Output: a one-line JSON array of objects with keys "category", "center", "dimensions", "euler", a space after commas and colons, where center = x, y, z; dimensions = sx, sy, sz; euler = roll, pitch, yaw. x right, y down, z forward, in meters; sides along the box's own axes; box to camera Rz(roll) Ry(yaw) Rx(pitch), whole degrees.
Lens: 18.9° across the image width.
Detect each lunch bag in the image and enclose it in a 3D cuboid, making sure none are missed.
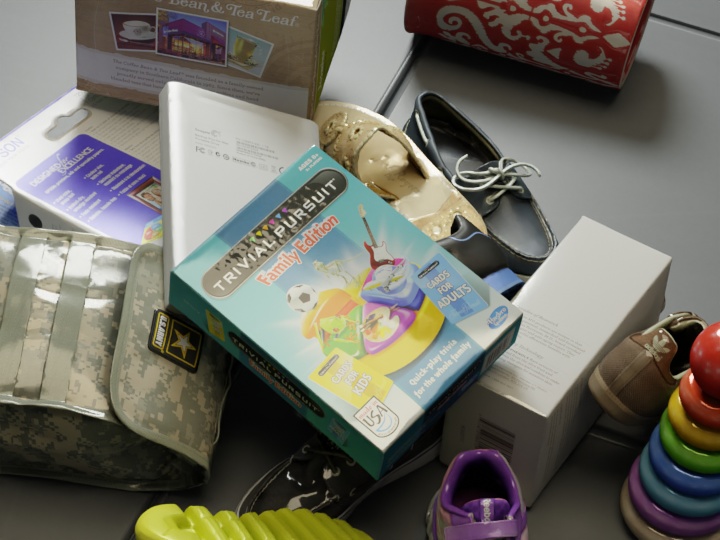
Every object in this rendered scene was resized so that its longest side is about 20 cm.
[{"category": "lunch bag", "center": [-0.189, 0.065, 1.572], "dimensions": [0.199, 0.118, 0.165], "euler": [7, 54, -1]}]

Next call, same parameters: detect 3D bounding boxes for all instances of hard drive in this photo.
[{"category": "hard drive", "center": [-0.086, -0.043, 1.622], "dimensions": [0.131, 0.026, 0.201], "euler": [14, 51, -26]}]

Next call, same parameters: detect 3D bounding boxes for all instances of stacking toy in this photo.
[{"category": "stacking toy", "center": [0.238, 0.111, 1.510], "dimensions": [0.085, 0.200, 0.086], "euler": [3, 47, -3]}]

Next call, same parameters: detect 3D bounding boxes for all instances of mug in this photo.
[{"category": "mug", "center": [0.161, -0.257, 1.918], "dimensions": [0.199, 0.134, 0.178], "euler": [20, 49, 10]}]

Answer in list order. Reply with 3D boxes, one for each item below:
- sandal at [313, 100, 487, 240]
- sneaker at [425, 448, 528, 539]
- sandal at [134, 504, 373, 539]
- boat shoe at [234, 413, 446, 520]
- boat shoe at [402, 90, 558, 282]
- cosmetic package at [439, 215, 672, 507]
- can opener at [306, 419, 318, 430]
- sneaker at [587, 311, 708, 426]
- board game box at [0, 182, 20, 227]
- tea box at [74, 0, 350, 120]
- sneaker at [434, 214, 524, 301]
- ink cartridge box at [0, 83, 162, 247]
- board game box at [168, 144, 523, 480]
[{"category": "sandal", "center": [0.022, -0.087, 1.723], "dimensions": [0.078, 0.070, 0.212], "euler": [-41, 65, -16]}, {"category": "sneaker", "center": [0.085, 0.204, 1.486], "dimensions": [0.080, 0.089, 0.201], "euler": [1, 47, -6]}, {"category": "sandal", "center": [-0.068, 0.212, 1.475], "dimensions": [0.199, 0.087, 0.080], "euler": [8, 19, -24]}, {"category": "boat shoe", "center": [-0.010, 0.136, 1.558], "dimensions": [0.200, 0.066, 0.070], "euler": [-27, 54, -28]}, {"category": "boat shoe", "center": [0.101, -0.071, 1.774], "dimensions": [0.075, 0.062, 0.200], "euler": [-16, 50, -23]}, {"category": "cosmetic package", "center": [0.148, 0.066, 1.614], "dimensions": [0.085, 0.108, 0.200], "euler": [25, 47, 20]}, {"category": "can opener", "center": [0.040, 0.057, 1.631], "dimensions": [0.199, 0.067, 0.053], "euler": [-29, 70, -15]}, {"category": "sneaker", "center": [0.242, 0.067, 1.593], "dimensions": [0.071, 0.076, 0.200], "euler": [50, 28, 14]}, {"category": "board game box", "center": [-0.240, -0.010, 1.712], "dimensions": [0.199, 0.019, 0.103], "euler": [26, 50, 19]}, {"category": "tea box", "center": [-0.115, -0.238, 1.775], "dimensions": [0.199, 0.134, 0.197], "euler": [12, 44, 5]}, {"category": "sneaker", "center": [0.023, 0.030, 1.581], "dimensions": [0.200, 0.070, 0.078], "euler": [-29, 70, -27]}, {"category": "ink cartridge box", "center": [-0.179, -0.075, 1.744], "dimensions": [0.199, 0.044, 0.198], "euler": [29, 42, 17]}, {"category": "board game box", "center": [-0.011, 0.026, 1.511], "dimensions": [0.200, 0.047, 0.151], "euler": [39, 63, 16]}]
